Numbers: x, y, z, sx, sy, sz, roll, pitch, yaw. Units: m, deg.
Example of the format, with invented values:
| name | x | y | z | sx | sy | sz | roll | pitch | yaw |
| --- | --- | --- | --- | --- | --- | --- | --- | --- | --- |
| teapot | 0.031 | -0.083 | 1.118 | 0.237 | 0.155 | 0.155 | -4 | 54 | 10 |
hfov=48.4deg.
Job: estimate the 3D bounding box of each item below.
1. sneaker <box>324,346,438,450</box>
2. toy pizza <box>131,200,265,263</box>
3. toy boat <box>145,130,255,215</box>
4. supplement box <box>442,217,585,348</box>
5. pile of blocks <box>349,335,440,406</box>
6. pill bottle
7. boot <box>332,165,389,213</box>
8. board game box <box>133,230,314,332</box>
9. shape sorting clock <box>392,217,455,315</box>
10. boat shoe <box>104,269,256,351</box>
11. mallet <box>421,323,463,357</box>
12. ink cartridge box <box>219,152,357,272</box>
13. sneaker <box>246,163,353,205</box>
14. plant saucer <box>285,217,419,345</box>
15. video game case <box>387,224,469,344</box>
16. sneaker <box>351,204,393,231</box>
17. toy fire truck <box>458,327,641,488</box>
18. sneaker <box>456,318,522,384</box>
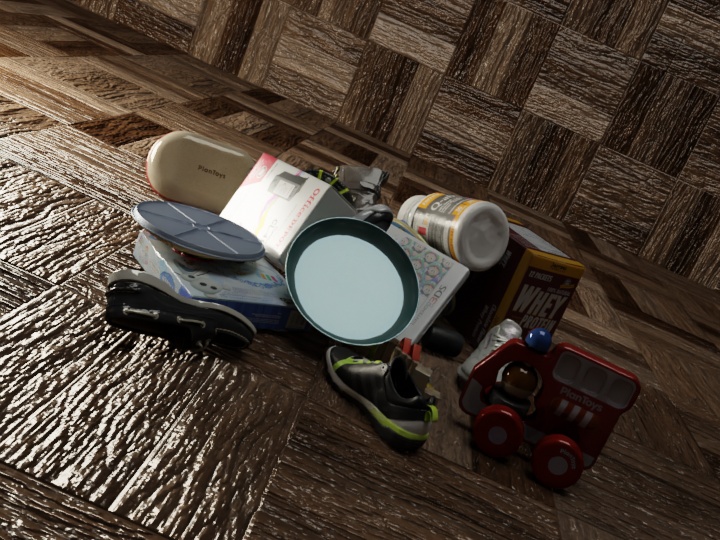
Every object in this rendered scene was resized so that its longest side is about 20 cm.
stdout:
| name | x | y | z | sx | sy | sz | roll | pitch | yaw |
| --- | --- | --- | --- | --- | --- | --- | --- | --- | --- |
| sneaker | 0.031 | 0.137 | 0.994 | 0.071 | 0.084 | 0.200 | 8 | 23 | -43 |
| toy pizza | -0.232 | -0.049 | 1.147 | 0.197 | 0.032 | 0.200 | 20 | 14 | -5 |
| toy boat | -0.297 | -0.172 | 1.473 | 0.197 | 0.133 | 0.130 | 17 | -13 | -22 |
| supplement box | 0.254 | 0.027 | 1.429 | 0.131 | 0.200 | 0.200 | 12 | 20 | -33 |
| pile of blocks | 0.058 | 0.116 | 1.131 | 0.081 | 0.063 | 0.200 | 7 | 24 | -44 |
| pill bottle | 0.154 | -0.072 | 1.386 | 0.115 | 0.118 | 0.199 | 12 | 5 | -33 |
| boot | -0.045 | -0.124 | 1.505 | 0.196 | 0.070 | 0.176 | 1 | 55 | 2 |
| board game box | -0.192 | 0.016 | 1.125 | 0.198 | 0.044 | 0.199 | 10 | 21 | -39 |
| shape sorting clock | 0.096 | -0.004 | 1.405 | 0.200 | 0.039 | 0.201 | 44 | -20 | 20 |
| boat shoe | -0.207 | 0.063 | 0.934 | 0.199 | 0.073 | 0.061 | 31 | 50 | -40 |
| mallet | 0.105 | 0.084 | 1.346 | 0.065 | 0.042 | 0.200 | 19 | 13 | -27 |
| ink cartridge box | -0.122 | -0.087 | 1.293 | 0.199 | 0.149 | 0.086 | 29 | -9 | 46 |
| sneaker | -0.105 | -0.140 | 1.438 | 0.197 | 0.076 | 0.077 | 18 | -17 | 6 |
| plant saucer | -0.013 | 0.018 | 1.124 | 0.197 | 0.027 | 0.203 | 10 | 57 | -16 |
| video game case | 0.043 | 0.017 | 1.272 | 0.198 | 0.182 | 0.024 | 31 | -26 | 23 |
| sneaker | 0.000 | 0.000 | 1.208 | 0.114 | 0.200 | 0.076 | 42 | -3 | 33 |
| toy fire truck | 0.238 | 0.166 | 1.038 | 0.198 | 0.170 | 0.112 | 26 | 16 | 9 |
| sneaker | 0.203 | 0.127 | 1.229 | 0.074 | 0.101 | 0.200 | 28 | 18 | 9 |
